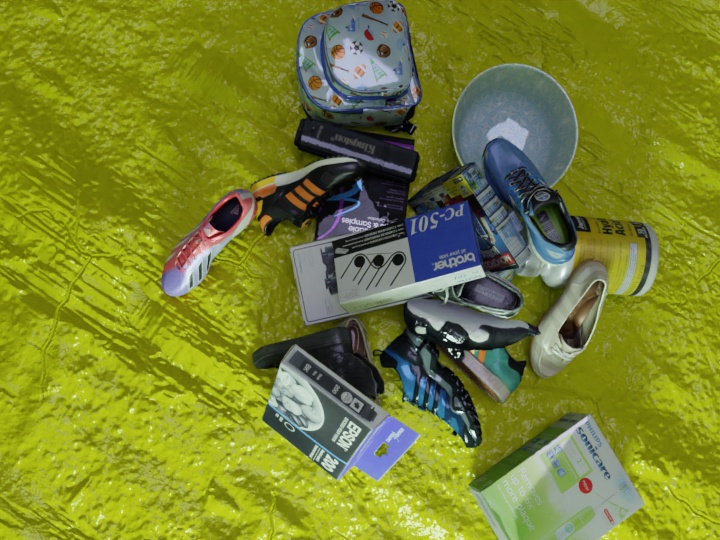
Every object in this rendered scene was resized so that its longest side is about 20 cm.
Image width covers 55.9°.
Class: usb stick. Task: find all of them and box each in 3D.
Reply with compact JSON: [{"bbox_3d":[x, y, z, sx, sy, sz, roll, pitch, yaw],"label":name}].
[{"bbox_3d":[-0.004,-0.184,1.042,0.195,0.033,0.057,18,78,0],"label":"usb stick"}]

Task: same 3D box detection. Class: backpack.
[{"bbox_3d":[-0.008,-0.311,1.039,0.185,0.154,0.206,-10,79,-1],"label":"backpack"}]

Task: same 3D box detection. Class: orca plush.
[{"bbox_3d":[0.151,0.092,0.970,0.194,0.106,0.073,3,118,-20],"label":"orca plush"}]

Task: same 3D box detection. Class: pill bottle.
[{"bbox_3d":[0.338,-0.025,1.034,0.194,0.111,0.115,5,79,-3],"label":"pill bottle"}]

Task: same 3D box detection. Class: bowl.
[{"bbox_3d":[0.226,-0.203,1.056,0.194,0.108,0.207,0,86,-3],"label":"bowl"}]

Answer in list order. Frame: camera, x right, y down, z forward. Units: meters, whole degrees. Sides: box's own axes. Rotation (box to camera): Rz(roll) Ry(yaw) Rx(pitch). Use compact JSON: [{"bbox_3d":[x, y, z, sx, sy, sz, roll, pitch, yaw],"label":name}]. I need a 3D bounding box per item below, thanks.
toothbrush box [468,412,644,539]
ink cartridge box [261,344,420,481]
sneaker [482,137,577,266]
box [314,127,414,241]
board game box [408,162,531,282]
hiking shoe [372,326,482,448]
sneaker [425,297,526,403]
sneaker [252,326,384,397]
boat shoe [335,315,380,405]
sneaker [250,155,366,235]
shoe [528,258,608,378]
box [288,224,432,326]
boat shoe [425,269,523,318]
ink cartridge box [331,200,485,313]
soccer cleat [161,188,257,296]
[{"bbox_3d":[0.279,0.324,0.982,0.197,0.086,0.148,-30,84,-10],"label":"toothbrush box"},{"bbox_3d":[-0.036,0.212,0.918,0.197,0.200,0.044,34,54,7],"label":"ink cartridge box"},{"bbox_3d":[0.243,-0.105,0.949,0.078,0.089,0.202,-33,80,-4],"label":"sneaker"},{"bbox_3d":[0.006,-0.115,1.065,0.139,0.036,0.206,7,81,-3],"label":"box"},{"bbox_3d":[0.178,-0.053,1.005,0.061,0.199,0.202,-37,97,-16],"label":"board game box"},{"bbox_3d":[0.106,0.182,1.012,0.086,0.074,0.203,-35,82,12],"label":"hiking shoe"},{"bbox_3d":[0.166,0.102,1.025,0.200,0.071,0.080,45,76,-1],"label":"sneaker"},{"bbox_3d":[-0.065,0.146,0.967,0.195,0.060,0.107,-17,76,21],"label":"sneaker"},{"bbox_3d":[-0.010,0.170,0.999,0.071,0.063,0.206,-7,81,-6],"label":"boat shoe"},{"bbox_3d":[-0.073,-0.109,1.019,0.195,0.070,0.093,-12,86,24],"label":"sneaker"},{"bbox_3d":[0.304,0.080,0.994,0.068,0.054,0.204,15,115,-9],"label":"shoe"},{"bbox_3d":[0.000,0.000,1.004,0.194,0.060,0.120,-14,96,-1],"label":"box"},{"bbox_3d":[0.130,0.014,0.935,0.195,0.068,0.075,27,89,7],"label":"boat shoe"},{"bbox_3d":[0.062,-0.016,0.910,0.195,0.044,0.097,-15,66,15],"label":"ink cartridge box"},{"bbox_3d":[-0.230,-0.043,1.001,0.200,0.076,0.067,-45,86,4],"label":"soccer cleat"}]
